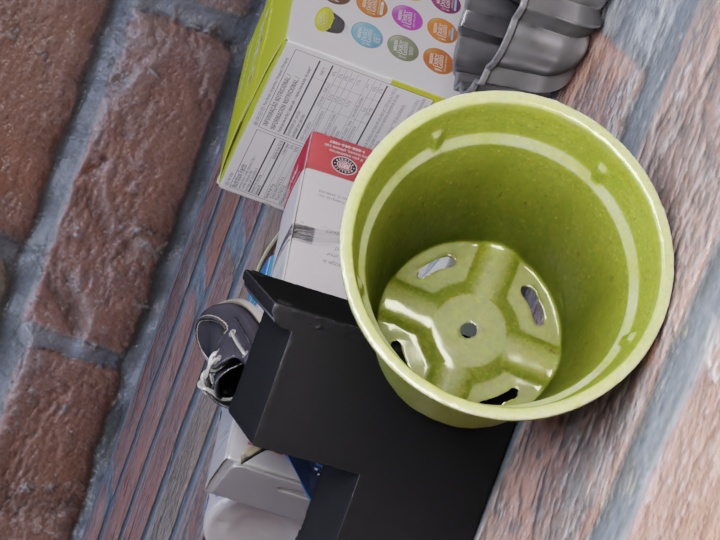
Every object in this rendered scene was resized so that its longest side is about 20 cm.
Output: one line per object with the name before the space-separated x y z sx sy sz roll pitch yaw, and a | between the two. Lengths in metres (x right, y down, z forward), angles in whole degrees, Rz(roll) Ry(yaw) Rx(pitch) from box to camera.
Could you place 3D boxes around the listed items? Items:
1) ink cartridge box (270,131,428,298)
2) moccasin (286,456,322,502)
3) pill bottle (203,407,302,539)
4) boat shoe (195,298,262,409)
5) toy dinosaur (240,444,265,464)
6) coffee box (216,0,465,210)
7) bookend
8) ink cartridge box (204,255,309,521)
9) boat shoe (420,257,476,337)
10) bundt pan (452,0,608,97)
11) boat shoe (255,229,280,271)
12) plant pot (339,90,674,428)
ink cartridge box | 0.000 0.000 1.740 0.083 0.145 0.201 119 165 -50
moccasin | -0.020 0.141 1.620 0.200 0.080 0.069 40 136 44
pill bottle | -0.083 0.176 1.956 0.201 0.113 0.114 -84 17 -47
boat shoe | -0.099 0.076 1.646 0.200 0.062 0.073 35 133 58
toy dinosaur | 0.003 0.081 1.510 0.047 0.198 0.089 27 125 59
coffee box | 0.000 -0.178 1.889 0.201 0.196 0.201 120 164 -46
bookend | -0.012 0.129 1.444 0.092 0.197 0.202 -140 67 -68
ink cartridge box | -0.041 0.110 1.771 0.085 0.143 0.202 127 158 -57
boat shoe | 0.090 -0.004 1.553 0.072 0.070 0.201 -55 -5 -43
bundt pan | 0.141 -0.218 1.576 0.202 0.075 0.204 -161 90 -80
boat shoe | -0.066 -0.015 2.281 0.075 0.074 0.204 -130 59 -70
plant pot | 0.080 0.015 1.293 0.184 0.198 0.202 104 -179 -73
